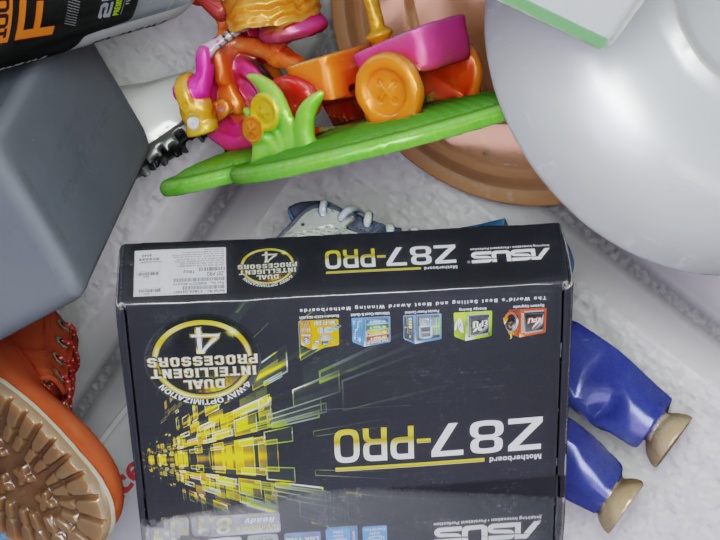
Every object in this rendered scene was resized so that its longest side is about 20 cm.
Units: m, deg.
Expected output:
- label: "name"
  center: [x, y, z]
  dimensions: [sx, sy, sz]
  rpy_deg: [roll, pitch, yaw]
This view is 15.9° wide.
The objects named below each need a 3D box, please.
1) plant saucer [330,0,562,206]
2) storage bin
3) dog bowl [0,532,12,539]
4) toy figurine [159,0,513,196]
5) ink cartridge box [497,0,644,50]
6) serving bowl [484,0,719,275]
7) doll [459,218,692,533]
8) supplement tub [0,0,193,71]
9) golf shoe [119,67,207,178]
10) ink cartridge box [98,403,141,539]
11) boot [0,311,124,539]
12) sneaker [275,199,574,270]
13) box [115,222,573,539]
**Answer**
- label: "plant saucer"
  center: [0.080, -0.130, 1.226]
  dimensions: [0.199, 0.032, 0.202]
  rpy_deg: [3, 102, 16]
- label: "storage bin"
  center: [-0.186, -0.041, 1.158]
  dimensions: [0.134, 0.200, 0.146]
  rpy_deg: [-23, 112, 18]
- label: "dog bowl"
  center: [-0.198, 0.140, 1.292]
  dimensions: [0.112, 0.049, 0.201]
  rpy_deg: [-58, 39, 34]
- label: "toy figurine"
  center: [-0.028, -0.142, 1.170]
  dimensions: [0.199, 0.150, 0.186]
  rpy_deg: [-11, 96, 35]
- label: "ink cartridge box"
  center: [0.047, -0.196, 1.043]
  dimensions: [0.144, 0.201, 0.088]
  rpy_deg: [22, 122, -21]
- label: "serving bowl"
  center: [0.157, -0.102, 1.124]
  dimensions: [0.201, 0.200, 0.066]
  rpy_deg: [53, 150, 0]
- label: "doll"
  center: [0.058, 0.045, 1.256]
  dimensions: [0.199, 0.048, 0.137]
  rpy_deg: [37, 90, 8]
- label: "supplement tub"
  center: [-0.172, -0.144, 1.099]
  dimensions: [0.122, 0.199, 0.123]
  rpy_deg: [33, 134, 44]
- label: "golf shoe"
  center: [-0.156, -0.075, 1.283]
  dimensions: [0.199, 0.078, 0.095]
  rpy_deg: [-21, 95, 18]
- label: "ink cartridge box"
  center: [-0.040, 0.136, 1.289]
  dimensions: [0.200, 0.084, 0.146]
  rpy_deg: [42, 109, 5]
- label: "boot"
  center: [-0.163, 0.059, 1.259]
  dimensions: [0.200, 0.107, 0.075]
  rpy_deg: [39, 128, 32]
- label: "sneaker"
  center: [0.000, 0.000, 1.212]
  dimensions: [0.198, 0.077, 0.086]
  rpy_deg: [-12, 64, -1]
- label: "box"
  center: [-0.006, 0.057, 1.161]
  dimensions: [0.198, 0.049, 0.162]
  rpy_deg: [-3, 131, -2]
